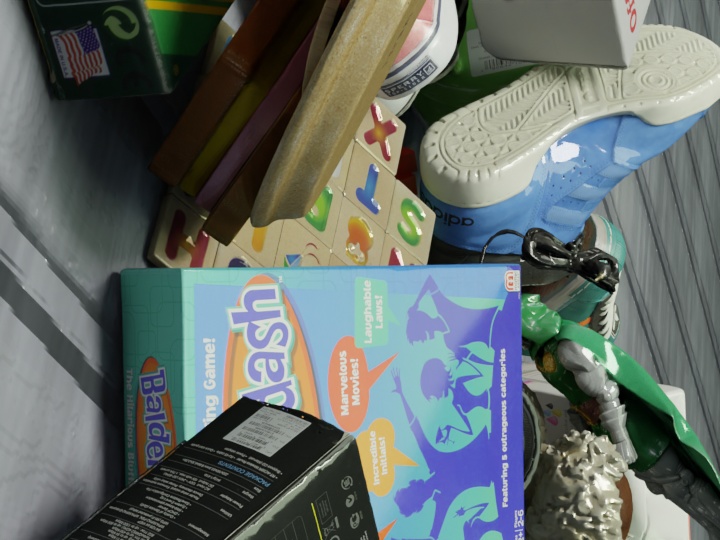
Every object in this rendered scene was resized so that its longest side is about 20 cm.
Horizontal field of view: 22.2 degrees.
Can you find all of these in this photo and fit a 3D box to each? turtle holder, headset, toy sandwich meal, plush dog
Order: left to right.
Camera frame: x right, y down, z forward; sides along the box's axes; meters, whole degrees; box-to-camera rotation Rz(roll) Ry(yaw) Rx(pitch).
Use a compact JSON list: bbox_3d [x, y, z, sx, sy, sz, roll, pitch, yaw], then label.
[{"bbox_3d":[-0.017,-0.105,0.736,0.206,0.070,0.205,-62,180,1],"label":"toy sandwich meal"},{"bbox_3d":[0.060,0.115,1.052,0.200,0.159,0.173,86,-8,-64],"label":"plush dog"},{"bbox_3d":[0.055,0.069,0.932,0.093,0.124,0.201,14,112,-34],"label":"headset"},{"bbox_3d":[0.086,-0.126,1.141,0.185,0.140,0.132,42,-24,47],"label":"turtle holder"}]

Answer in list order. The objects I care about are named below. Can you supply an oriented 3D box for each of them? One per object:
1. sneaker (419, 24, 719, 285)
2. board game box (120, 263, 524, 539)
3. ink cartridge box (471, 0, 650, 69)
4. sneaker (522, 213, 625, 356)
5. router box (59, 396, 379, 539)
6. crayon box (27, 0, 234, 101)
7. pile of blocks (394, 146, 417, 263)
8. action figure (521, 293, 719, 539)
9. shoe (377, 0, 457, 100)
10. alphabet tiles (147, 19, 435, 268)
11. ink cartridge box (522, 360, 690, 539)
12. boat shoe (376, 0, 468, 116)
[{"bbox_3d":[0.118,-0.057,1.027,0.199,0.077,0.112,-28,142,-24],"label":"sneaker"},{"bbox_3d":[-0.010,0.074,0.789,0.199,0.045,0.154,-2,91,-43],"label":"board game box"},{"bbox_3d":[0.121,-0.230,0.990,0.145,0.084,0.201,66,39,-51],"label":"ink cartridge box"},{"bbox_3d":[0.146,0.014,1.223,0.200,0.079,0.072,134,-27,-70],"label":"sneaker"},{"bbox_3d":[-0.052,0.171,0.675,0.150,0.062,0.201,-38,128,-37],"label":"router box"},{"bbox_3d":[-0.080,-0.170,0.731,0.201,0.050,0.128,-68,150,-53],"label":"crayon box"},{"bbox_3d":[0.000,0.000,0.944,0.201,0.062,0.083,-70,152,-48],"label":"pile of blocks"},{"bbox_3d":[0.152,0.090,1.045,0.200,0.055,0.118,47,-11,-3],"label":"action figure"},{"bbox_3d":[-0.001,-0.178,0.942,0.091,0.071,0.201,47,24,-33],"label":"shoe"},{"bbox_3d":[-0.025,-0.017,0.849,0.166,0.006,0.201,41,47,-36],"label":"alphabet tiles"},{"bbox_3d":[0.120,0.126,1.194,0.067,0.199,0.118,-8,98,-34],"label":"ink cartridge box"},{"bbox_3d":[0.031,-0.140,1.019,0.064,0.070,0.201,51,35,-32],"label":"boat shoe"}]
